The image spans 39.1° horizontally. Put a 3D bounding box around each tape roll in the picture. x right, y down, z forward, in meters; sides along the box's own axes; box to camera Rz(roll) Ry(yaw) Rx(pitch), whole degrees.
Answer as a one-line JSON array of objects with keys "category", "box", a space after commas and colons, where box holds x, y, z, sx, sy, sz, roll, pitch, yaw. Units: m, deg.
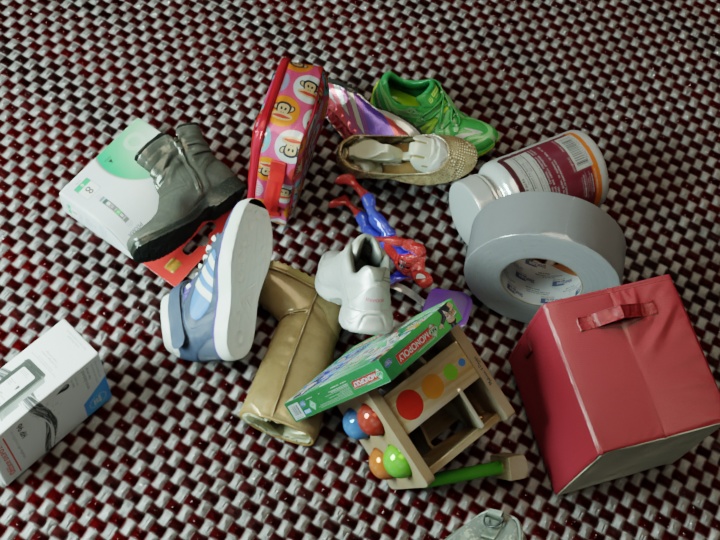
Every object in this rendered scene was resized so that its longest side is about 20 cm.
[{"category": "tape roll", "box": [0.230, -0.011, 1.270, 0.196, 0.202, 0.067, 14, 59, 3]}]

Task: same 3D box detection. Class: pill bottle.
[{"category": "pill bottle", "box": [0.227, -0.107, 1.378, 0.197, 0.115, 0.115, -22, 63, -17]}]

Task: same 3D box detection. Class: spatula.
[{"category": "spatula", "box": [0.051, 0.025, 1.335, 0.196, 0.021, 0.057, 20, 54, 7]}]

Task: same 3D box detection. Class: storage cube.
[{"category": "storage cube", "box": [0.295, 0.137, 1.194, 0.167, 0.201, 0.183, -11, 66, -13]}]

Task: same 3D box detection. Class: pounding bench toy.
[{"category": "pounding bench toy", "box": [0.086, 0.195, 1.173, 0.155, 0.124, 0.202, -34, 89, -22]}]

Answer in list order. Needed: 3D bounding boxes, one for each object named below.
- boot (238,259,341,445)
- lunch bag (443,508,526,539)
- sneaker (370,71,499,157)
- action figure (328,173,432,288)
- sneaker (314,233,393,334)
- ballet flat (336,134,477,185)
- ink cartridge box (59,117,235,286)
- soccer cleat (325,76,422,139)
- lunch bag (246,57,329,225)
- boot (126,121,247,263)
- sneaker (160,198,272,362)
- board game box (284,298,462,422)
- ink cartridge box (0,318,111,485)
[{"category": "boot", "box": [-0.108, 0.094, 1.253, 0.172, 0.067, 0.203, 16, 60, 5]}, {"category": "lunch bag", "box": [0.140, 0.368, 1.037, 0.168, 0.202, 0.138, -43, 26, -25]}, {"category": "sneaker", "box": [0.105, -0.222, 1.452, 0.197, 0.084, 0.075, 24, 59, 8]}, {"category": "action figure", "box": [0.011, -0.037, 1.325, 0.098, 0.066, 0.200, -23, 55, -36]}, {"category": "sneaker", "box": [0.000, 0.000, 1.210, 0.076, 0.101, 0.200, 4, 17, -20]}, {"category": "ballet flat", "box": [0.058, -0.153, 1.365, 0.196, 0.065, 0.072, -2, 80, 16]}, {"category": "ink cartridge box", "box": [-0.276, -0.094, 1.359, 0.198, 0.050, 0.161, 32, 61, 15]}, {"category": "soccer cleat", "box": [-0.005, -0.208, 1.447, 0.198, 0.068, 0.074, 32, 73, 13]}, {"category": "lunch bag", "box": [-0.100, -0.154, 1.324, 0.080, 0.201, 0.179, 14, 58, -2]}, {"category": "boot", "box": [-0.256, -0.105, 1.328, 0.131, 0.068, 0.199, 46, 55, 7]}, {"category": "sneaker", "box": [-0.192, 0.011, 1.250, 0.144, 0.080, 0.205, 2, 80, 35]}, {"category": "board game box", "box": [0.012, 0.104, 1.148, 0.134, 0.199, 0.029, -35, 93, -39]}, {"category": "ink cartridge box", "box": [-0.386, 0.164, 1.152, 0.068, 0.117, 0.200, 39, 64, 19]}]
